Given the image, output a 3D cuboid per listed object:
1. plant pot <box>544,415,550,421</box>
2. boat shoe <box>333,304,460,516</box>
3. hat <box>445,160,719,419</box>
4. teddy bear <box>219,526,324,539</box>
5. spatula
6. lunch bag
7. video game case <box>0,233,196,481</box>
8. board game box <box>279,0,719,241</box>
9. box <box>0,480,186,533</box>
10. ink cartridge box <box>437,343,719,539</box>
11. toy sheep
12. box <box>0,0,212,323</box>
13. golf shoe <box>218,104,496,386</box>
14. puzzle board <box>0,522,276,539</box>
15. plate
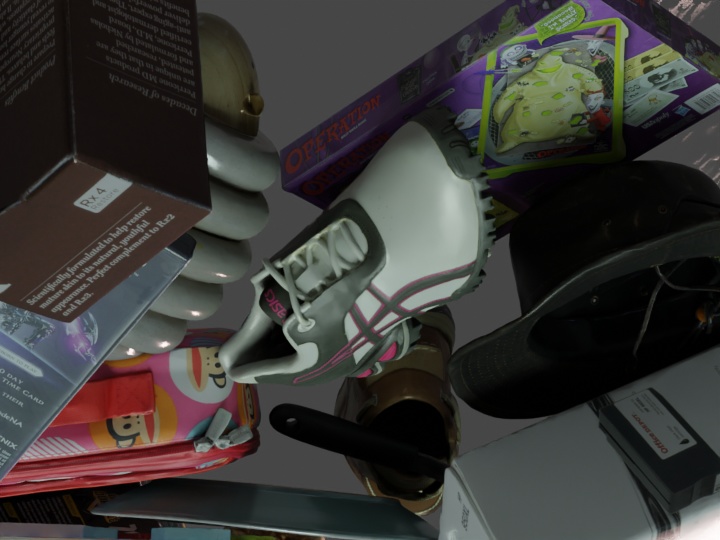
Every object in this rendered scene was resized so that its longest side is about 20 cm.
[{"bbox_3d":[0.140,0.165,1.509,0.186,0.188,0.201,2,132,-9],"label":"plant pot"},{"bbox_3d":[0.021,0.093,1.454,0.075,0.074,0.201,-6,147,1],"label":"boat shoe"},{"bbox_3d":[0.128,-0.005,1.269,0.199,0.081,0.201,-16,159,-7],"label":"hat"},{"bbox_3d":[-0.006,0.220,1.587,0.067,0.200,0.145,-46,160,11],"label":"teddy bear"},{"bbox_3d":[0.043,0.112,1.393,0.199,0.021,0.057,22,120,-8],"label":"spatula"},{"bbox_3d":[-0.153,0.072,1.336,0.198,0.083,0.176,-6,178,3],"label":"lunch bag"},{"bbox_3d":[-0.183,0.014,1.149,0.142,0.019,0.200,32,127,-15],"label":"video game case"},{"bbox_3d":[0.071,-0.072,1.250,0.199,0.033,0.120,-31,143,33],"label":"board game box"},{"bbox_3d":[-0.191,0.161,1.561,0.158,0.050,0.200,-10,147,4],"label":"box"},{"bbox_3d":[0.146,0.123,1.319,0.199,0.085,0.145,-22,152,-12],"label":"ink cartridge box"},{"bbox_3d":[-0.111,-0.029,1.192,0.137,0.138,0.201,23,106,-35],"label":"toy sheep"},{"bbox_3d":[-0.119,-0.093,1.036,0.075,0.201,0.100,22,139,-35],"label":"box"},{"bbox_3d":[0.000,0.000,1.232,0.088,0.077,0.200,-17,155,-32],"label":"golf shoe"},{"bbox_3d":[-0.137,0.154,1.438,0.198,0.018,0.151,0,169,5],"label":"puzzle board"},{"bbox_3d":[-0.046,0.129,1.394,0.198,0.026,0.200,6,173,1],"label":"plate"}]
